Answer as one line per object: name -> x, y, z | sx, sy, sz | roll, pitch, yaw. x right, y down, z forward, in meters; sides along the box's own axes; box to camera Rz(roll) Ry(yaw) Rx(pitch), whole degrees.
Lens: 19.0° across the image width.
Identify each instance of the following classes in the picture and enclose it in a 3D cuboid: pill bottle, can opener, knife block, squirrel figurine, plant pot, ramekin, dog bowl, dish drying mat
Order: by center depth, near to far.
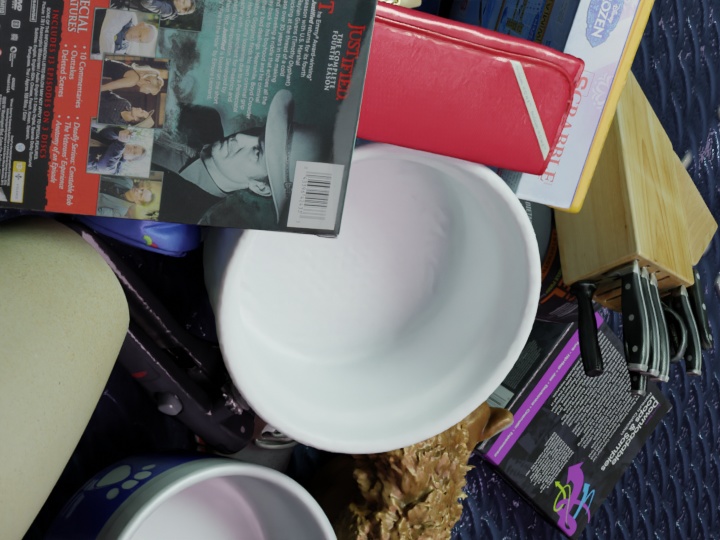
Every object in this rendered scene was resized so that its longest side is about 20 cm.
plant pot -> -0.222, 0.064, 1.164 | 0.200, 0.187, 0.188 | -46, 142, -38
dish drying mat -> 0.037, -0.103, 1.196 | 0.199, 0.018, 0.077 | 10, 111, -35
ramekin -> 0.000, 0.000, 1.302 | 0.200, 0.098, 0.201 | -7, 116, -15
can opener -> -0.129, 0.047, 1.311 | 0.200, 0.078, 0.064 | 50, 33, -42
dog bowl -> -0.108, 0.213, 1.343 | 0.199, 0.079, 0.201 | -6, 99, -40
knife block -> 0.169, -0.022, 1.435 | 0.200, 0.064, 0.176 | 59, 34, -12
squirrel figurine -> 0.033, 0.146, 1.470 | 0.187, 0.141, 0.200 | -54, -178, -19
pill bottle -> 0.120, -0.020, 1.518 | 0.200, 0.106, 0.107 | 11, 105, -51

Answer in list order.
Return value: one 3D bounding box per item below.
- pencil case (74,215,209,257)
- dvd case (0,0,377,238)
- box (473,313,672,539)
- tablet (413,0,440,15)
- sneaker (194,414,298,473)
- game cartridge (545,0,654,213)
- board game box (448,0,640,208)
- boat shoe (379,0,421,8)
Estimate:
pencil case -> -0.094, -0.100, 1.254 | 0.087, 0.078, 0.201 | 25, 95, -27
dvd case -> -0.099, -0.092, 1.127 | 0.199, 0.022, 0.147 | 5, 118, -8
box -> 0.165, 0.119, 1.713 | 0.143, 0.036, 0.200 | -53, 140, -7
tablet -> 0.009, -0.193, 1.361 | 0.130, 0.014, 0.201 | -15, 125, -42
sneaker -> -0.052, 0.078, 1.412 | 0.077, 0.082, 0.201 | -13, 122, -42
game cartridge -> 0.137, -0.147, 1.398 | 0.032, 0.200, 0.177 | 14, 106, -15
board game box -> 0.111, -0.162, 1.345 | 0.041, 0.200, 0.201 | 13, 105, -20
boat shoe -> -0.054, -0.123, 1.179 | 0.200, 0.074, 0.069 | -32, 100, -7
